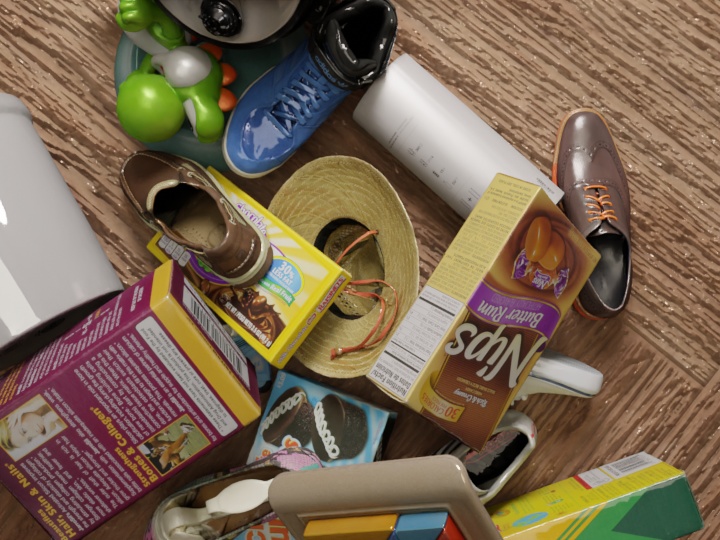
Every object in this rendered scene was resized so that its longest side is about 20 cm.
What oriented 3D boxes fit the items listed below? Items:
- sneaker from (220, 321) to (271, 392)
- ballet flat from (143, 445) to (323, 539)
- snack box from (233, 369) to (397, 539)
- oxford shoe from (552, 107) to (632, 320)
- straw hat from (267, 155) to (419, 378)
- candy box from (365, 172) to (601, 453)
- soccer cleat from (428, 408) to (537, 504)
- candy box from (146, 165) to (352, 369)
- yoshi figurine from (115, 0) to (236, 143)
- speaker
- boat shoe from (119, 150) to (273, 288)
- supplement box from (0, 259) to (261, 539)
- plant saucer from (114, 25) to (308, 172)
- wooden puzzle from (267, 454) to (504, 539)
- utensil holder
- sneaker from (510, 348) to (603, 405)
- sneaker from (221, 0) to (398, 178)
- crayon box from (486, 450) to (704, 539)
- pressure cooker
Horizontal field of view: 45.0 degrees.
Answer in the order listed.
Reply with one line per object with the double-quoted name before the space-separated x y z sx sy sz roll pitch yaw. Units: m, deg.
"sneaker" -0.174 0.115 0.806 0.199 0.078 0.090 -22 90 1
"ballet flat" -0.126 0.210 0.768 0.199 0.071 0.069 -27 72 14
"snack box" -0.053 0.206 0.802 0.116 0.037 0.201 18 88 19
"oxford shoe" 0.223 -0.056 0.802 0.071 0.073 0.201 -8 87 2
"straw hat" 0.000 0.000 0.796 0.200 0.085 0.202 -3 86 40
"candy box" 0.106 0.037 0.716 0.117 0.056 0.201 37 85 -41
"soccer cleat" 0.077 0.196 0.787 0.200 0.085 0.069 -36 86 0
"candy box" -0.106 -0.008 0.789 0.200 0.026 0.102 37 86 34
"yoshi figurine" -0.194 -0.198 0.776 0.112 0.112 0.201 -28 84 25
"speaker" 0.088 -0.107 0.806 0.200 0.081 0.081 42 89 4
"boat shoe" -0.160 -0.063 0.778 0.202 0.075 0.075 33 86 33
"supplement box" -0.200 0.108 0.719 0.199 0.103 0.131 -33 110 1
"plant saucer" -0.146 -0.198 0.842 0.199 0.036 0.201 0 86 2
"wooden puzzle" 0.037 0.240 0.700 0.184 0.037 0.201 -14 116 31
"utensil holder" -0.327 -0.028 0.775 0.169 0.170 0.201 -32 89 0
"sneaker" 0.120 0.099 0.805 0.199 0.073 0.071 11 96 12
"sneaker" -0.044 -0.168 0.773 0.200 0.111 0.077 -45 100 -11
"crayon box" 0.181 0.223 0.762 0.199 0.127 0.051 -20 86 2
"pressure cooker" -0.090 -0.281 0.711 0.175 0.200 0.179 -27 115 41
